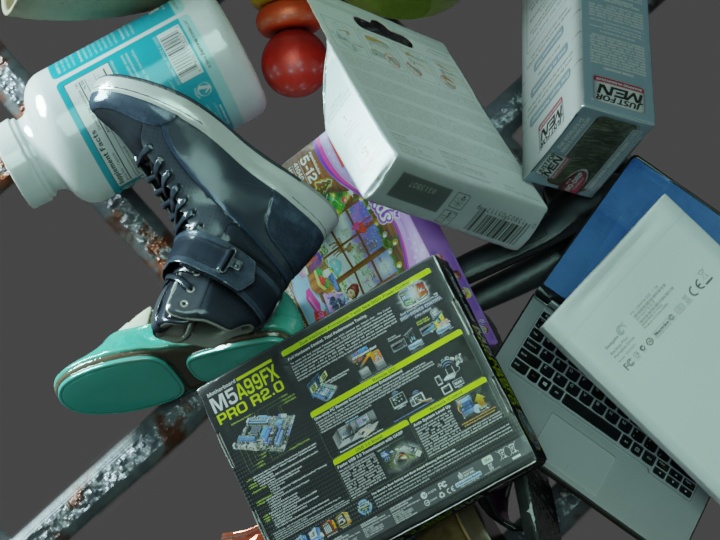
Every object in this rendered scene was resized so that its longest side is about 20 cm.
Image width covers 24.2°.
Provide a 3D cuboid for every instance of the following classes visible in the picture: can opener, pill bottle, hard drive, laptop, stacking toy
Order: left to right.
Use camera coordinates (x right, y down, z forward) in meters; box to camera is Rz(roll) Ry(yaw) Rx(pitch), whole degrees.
[{"bbox_3d":[-0.180,-0.125,1.290,0.199,0.111,0.111,-28,76,-4],"label":"pill bottle"},{"bbox_3d":[-0.063,-0.235,1.333,0.085,0.085,0.202,-6,81,2],"label":"stacking toy"},{"bbox_3d":[0.138,-0.016,1.277,0.199,0.079,0.064,-33,115,-2],"label":"can opener"},{"bbox_3d":[0.208,0.062,1.197,0.187,0.116,0.200,35,52,3],"label":"laptop"},{"bbox_3d":[0.242,0.063,1.180,0.200,0.027,0.132,44,81,4],"label":"hard drive"}]

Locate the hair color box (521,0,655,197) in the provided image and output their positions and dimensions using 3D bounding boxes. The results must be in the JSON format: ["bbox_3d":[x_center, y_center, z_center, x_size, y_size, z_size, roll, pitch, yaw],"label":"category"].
[{"bbox_3d":[0.166,-0.167,1.250,0.060,0.099,0.201,14,57,-15],"label":"hair color box"}]

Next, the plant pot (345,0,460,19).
[{"bbox_3d":[0.061,-0.311,1.243,0.186,0.200,0.189,7,73,-23],"label":"plant pot"}]

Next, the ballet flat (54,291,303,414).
[{"bbox_3d":[-0.134,0.056,1.265,0.198,0.068,0.071,-14,45,14],"label":"ballet flat"}]

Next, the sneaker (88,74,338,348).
[{"bbox_3d":[-0.133,-0.036,1.190,0.202,0.077,0.147,34,71,-3],"label":"sneaker"}]

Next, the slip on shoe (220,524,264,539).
[{"bbox_3d":[-0.017,0.164,1.228,0.199,0.074,0.061,-36,80,0],"label":"slip on shoe"}]

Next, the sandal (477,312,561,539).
[{"bbox_3d":[0.102,0.130,1.235,0.048,0.075,0.202,-23,66,17],"label":"sandal"}]

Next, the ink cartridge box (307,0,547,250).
[{"bbox_3d":[0.035,-0.113,1.242,0.057,0.162,0.201,-53,45,23],"label":"ink cartridge box"}]

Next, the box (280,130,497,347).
[{"bbox_3d":[0.000,0.000,1.249,0.136,0.039,0.201,-35,73,29],"label":"box"}]

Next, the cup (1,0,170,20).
[{"bbox_3d":[-0.185,-0.280,1.305,0.142,0.200,0.202,12,75,-21],"label":"cup"}]

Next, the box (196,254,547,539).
[{"bbox_3d":[0.006,0.108,1.168,0.199,0.044,0.161,-30,75,10],"label":"box"}]

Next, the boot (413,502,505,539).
[{"bbox_3d":[0.098,0.266,1.196,0.075,0.074,0.201,-33,63,8],"label":"boot"}]
